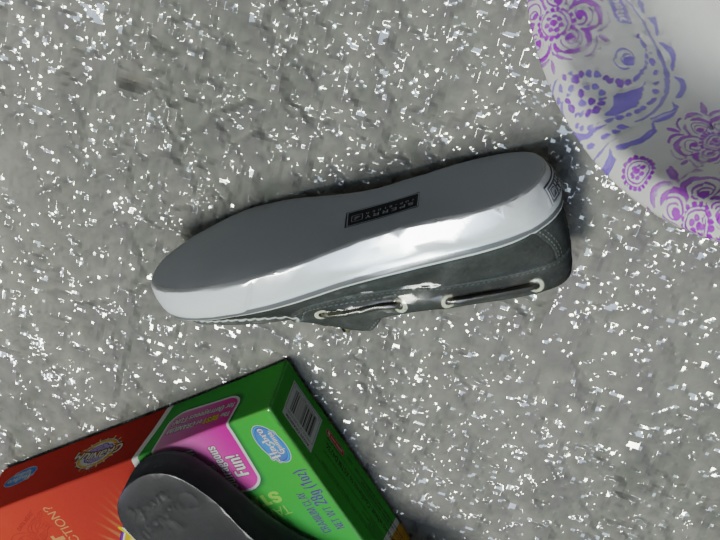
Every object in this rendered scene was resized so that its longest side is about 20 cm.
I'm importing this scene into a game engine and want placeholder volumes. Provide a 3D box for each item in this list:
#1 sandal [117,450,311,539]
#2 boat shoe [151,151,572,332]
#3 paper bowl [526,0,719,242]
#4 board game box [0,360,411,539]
[{"bbox_3d":[-0.039,0.168,0.796,0.199,0.043,0.076,31,125,-7],"label":"sandal"},{"bbox_3d":[0.000,0.000,0.709,0.198,0.069,0.057,-12,120,19],"label":"boat shoe"},{"bbox_3d":[0.162,-0.112,0.536,0.199,0.104,0.203,9,102,45],"label":"paper bowl"},{"bbox_3d":[-0.084,0.147,0.845,0.198,0.040,0.154,-22,115,26],"label":"board game box"}]
